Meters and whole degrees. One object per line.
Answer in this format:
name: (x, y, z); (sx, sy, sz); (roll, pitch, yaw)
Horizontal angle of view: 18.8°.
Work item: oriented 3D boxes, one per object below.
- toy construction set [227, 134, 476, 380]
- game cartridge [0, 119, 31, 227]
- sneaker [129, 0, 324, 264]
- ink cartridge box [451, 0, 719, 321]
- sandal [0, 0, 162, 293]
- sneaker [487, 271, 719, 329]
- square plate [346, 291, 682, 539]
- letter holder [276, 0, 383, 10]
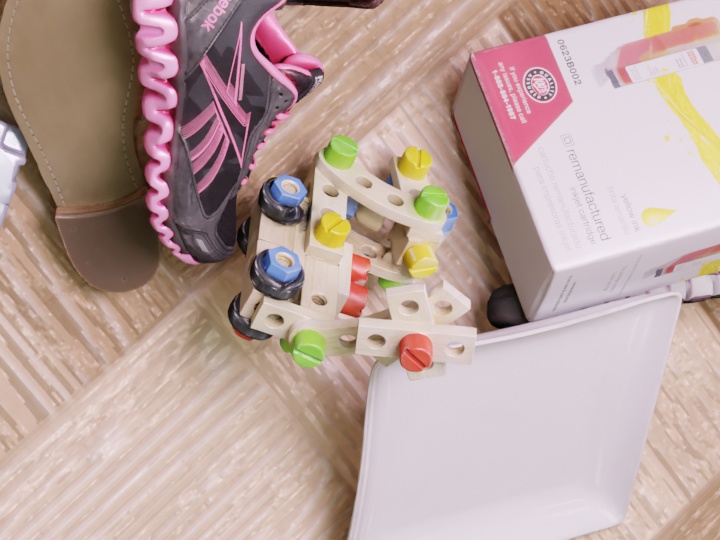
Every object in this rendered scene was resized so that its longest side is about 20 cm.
toy construction set: (0.000, 0.000, 1.195); (0.131, 0.200, 0.092); (19, 115, -14)
game cartridge: (-0.270, -0.004, 1.156); (0.133, 0.042, 0.201); (22, 88, -20)
sneaker: (-0.066, -0.086, 1.142); (0.095, 0.079, 0.200); (1, 128, 2)
ink cartridge box: (0.172, -0.072, 1.262); (0.199, 0.083, 0.146); (-15, 69, -12)
sandal: (-0.149, -0.093, 1.184); (0.077, 0.070, 0.212); (-8, 123, 0)
sneaker: (0.157, -0.030, 1.324); (0.199, 0.076, 0.116); (-11, 91, -27)
square plate: (0.083, 0.099, 1.283); (0.199, 0.028, 0.199); (-12, 134, -22)
letter holder: (-0.053, -0.239, 1.157); (0.100, 0.142, 0.201); (-5, 99, -23)
